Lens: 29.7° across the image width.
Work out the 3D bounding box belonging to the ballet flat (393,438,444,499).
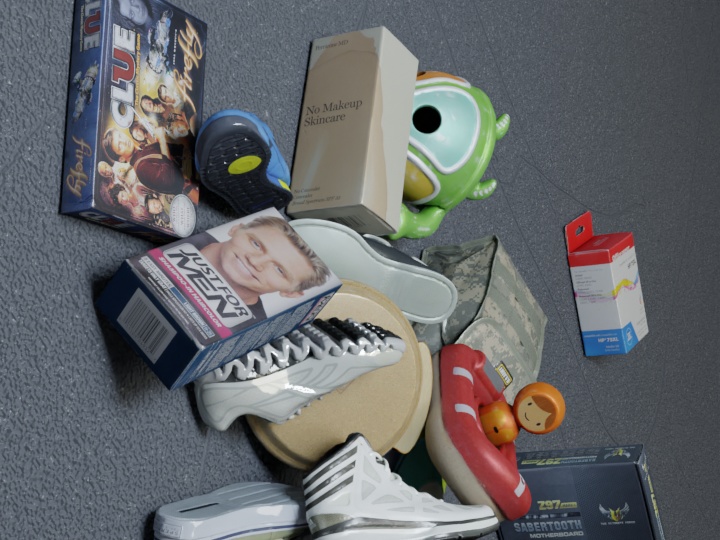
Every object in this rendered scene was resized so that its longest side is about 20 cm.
[{"bbox_3d":[0.050,0.271,1.375,0.067,0.070,0.200,33,77,-46],"label":"ballet flat"}]

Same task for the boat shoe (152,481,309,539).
[{"bbox_3d":[-0.109,0.228,1.186,0.200,0.072,0.062,1,101,-52],"label":"boat shoe"}]

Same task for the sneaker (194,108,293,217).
[{"bbox_3d":[-0.110,-0.110,1.192,0.200,0.066,0.079,58,12,-74],"label":"sneaker"}]

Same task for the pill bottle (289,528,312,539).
[{"bbox_3d":[-0.031,0.307,1.246,0.114,0.114,0.200,62,37,-34],"label":"pill bottle"}]

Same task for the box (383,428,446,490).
[{"bbox_3d":[0.033,0.179,1.442,0.200,0.048,0.122,51,43,-43],"label":"box"}]

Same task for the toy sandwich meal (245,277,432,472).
[{"bbox_3d":[-0.026,0.099,1.296,0.205,0.070,0.206,0,91,-22],"label":"toy sandwich meal"}]

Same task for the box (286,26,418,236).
[{"bbox_3d":[-0.006,-0.138,1.380,0.078,0.095,0.200,36,54,-52],"label":"box"}]

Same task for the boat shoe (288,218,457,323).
[{"bbox_3d":[0.000,0.000,1.358,0.200,0.060,0.076,27,95,-20],"label":"boat shoe"}]

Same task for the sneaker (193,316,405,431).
[{"bbox_3d":[-0.056,0.091,1.215,0.200,0.075,0.081,-8,106,-18],"label":"sneaker"}]

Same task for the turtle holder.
[{"bbox_3d":[0.061,-0.130,1.480,0.132,0.141,0.186,24,104,-40],"label":"turtle holder"}]

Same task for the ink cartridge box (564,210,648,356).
[{"bbox_3d":[0.368,0.015,2.026,0.116,0.067,0.200,-29,110,-58],"label":"ink cartridge box"}]

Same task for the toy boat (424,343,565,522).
[{"bbox_3d":[0.142,0.153,1.352,0.131,0.131,0.200,54,22,-32],"label":"toy boat"}]

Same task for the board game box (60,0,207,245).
[{"bbox_3d":[-0.185,-0.131,1.127,0.135,0.035,0.200,19,69,-57],"label":"board game box"}]

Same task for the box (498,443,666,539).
[{"bbox_3d":[0.266,0.298,1.674,0.051,0.200,0.158,-49,127,-59],"label":"box"}]

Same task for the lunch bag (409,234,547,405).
[{"bbox_3d":[0.131,0.088,1.550,0.164,0.117,0.200,54,39,-38],"label":"lunch bag"}]

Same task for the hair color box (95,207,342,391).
[{"bbox_3d":[-0.114,0.019,1.142,0.100,0.061,0.200,48,34,12],"label":"hair color box"}]

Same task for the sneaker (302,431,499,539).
[{"bbox_3d":[0.037,0.199,1.231,0.200,0.076,0.116,2,65,-35],"label":"sneaker"}]
